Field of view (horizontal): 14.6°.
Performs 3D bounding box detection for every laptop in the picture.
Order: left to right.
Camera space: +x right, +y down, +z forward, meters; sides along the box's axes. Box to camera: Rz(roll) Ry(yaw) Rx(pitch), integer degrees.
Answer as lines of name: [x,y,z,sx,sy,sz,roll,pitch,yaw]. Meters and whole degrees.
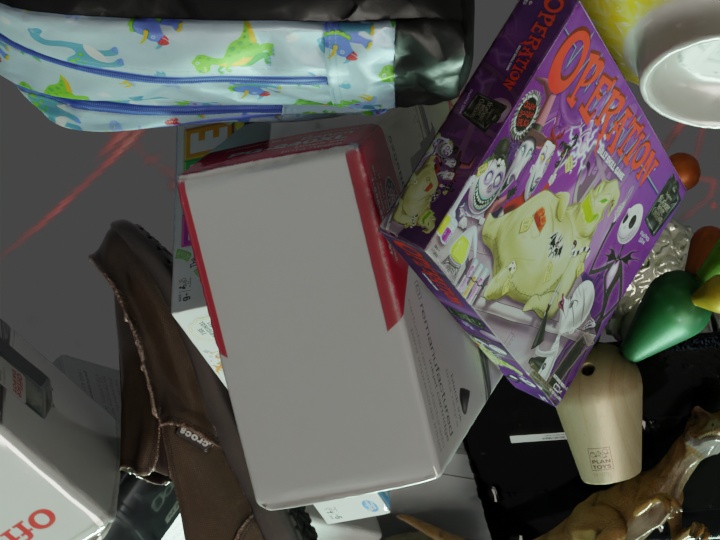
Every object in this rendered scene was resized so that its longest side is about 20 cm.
laptop: [0.159,0.098,1.511,0.177,0.103,0.201,-7,119,20]

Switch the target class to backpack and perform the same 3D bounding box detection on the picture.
backpack: [-0.064,-0.129,1.115,0.199,0.164,0.154,-1,155,-10]

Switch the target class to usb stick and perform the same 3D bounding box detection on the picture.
usb stick: [-0.093,0.090,1.379,0.200,0.033,0.056,-55,147,-18]

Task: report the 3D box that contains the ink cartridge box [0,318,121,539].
ink cartridge box: [-0.229,0.074,1.314,0.145,0.085,0.200,-33,119,21]

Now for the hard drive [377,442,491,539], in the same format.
hard drive: [0.031,0.160,1.616,0.132,0.027,0.200,11,135,-33]

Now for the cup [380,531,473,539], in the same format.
cup: [0.034,0.230,1.546,0.200,0.200,0.144,-2,125,-19]

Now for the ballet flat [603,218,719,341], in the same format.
ballet flat: [0.173,0.040,1.489,0.072,0.072,0.200,-24,142,9]

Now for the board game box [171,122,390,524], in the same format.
board game box: [-0.034,0.012,1.312,0.034,0.135,0.200,-12,144,15]

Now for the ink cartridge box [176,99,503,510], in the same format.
ink cartridge box: [0.000,0.000,1.219,0.083,0.200,0.146,-11,101,16]

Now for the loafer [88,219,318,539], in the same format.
loafer: [-0.087,0.069,1.315,0.071,0.201,0.073,-27,163,4]

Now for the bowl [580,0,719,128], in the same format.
bowl: [0.156,-0.125,1.191,0.199,0.108,0.200,0,153,0]

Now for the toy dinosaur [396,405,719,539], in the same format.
toy dinosaur: [0.122,0.139,1.456,0.200,0.107,0.060,-30,145,27]

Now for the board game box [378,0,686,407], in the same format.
board game box: [0.078,-0.027,1.186,0.120,0.032,0.200,-62,154,-10]

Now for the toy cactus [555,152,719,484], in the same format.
toy cactus: [0.113,0.024,1.385,0.199,0.102,0.166,-10,102,5]

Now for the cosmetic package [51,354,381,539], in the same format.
cosmetic package: [-0.099,0.121,1.479,0.200,0.071,0.101,20,129,-38]
